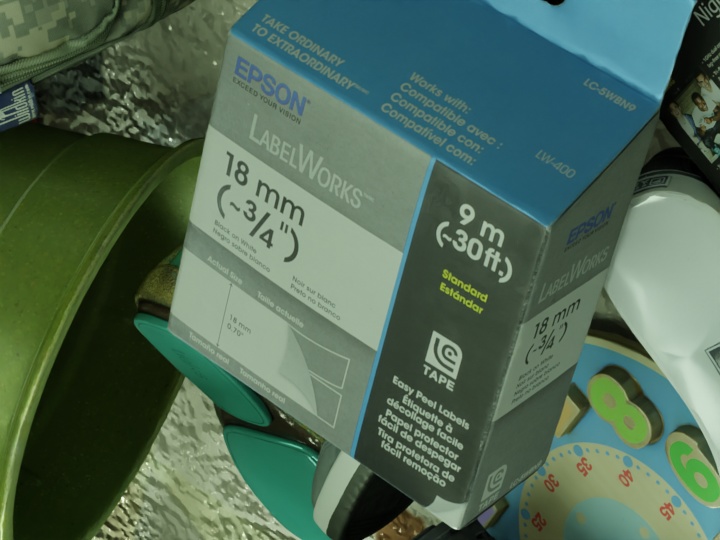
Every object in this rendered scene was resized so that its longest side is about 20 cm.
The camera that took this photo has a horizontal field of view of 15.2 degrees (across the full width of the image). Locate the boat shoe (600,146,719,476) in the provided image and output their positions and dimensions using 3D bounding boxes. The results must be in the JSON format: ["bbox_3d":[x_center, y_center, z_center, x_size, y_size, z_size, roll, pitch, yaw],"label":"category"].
[{"bbox_3d":[0.152,0.047,0.976,0.072,0.068,0.200,-29,101,27],"label":"boat shoe"}]

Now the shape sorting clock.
[{"bbox_3d":[0.104,0.118,1.086,0.199,0.039,0.201,23,128,34],"label":"shape sorting clock"}]

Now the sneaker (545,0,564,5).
[{"bbox_3d":[0.048,-0.164,0.944,0.118,0.074,0.201,43,147,27],"label":"sneaker"}]

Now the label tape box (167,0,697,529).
[{"bbox_3d":[0.018,-0.033,0.940,0.144,0.063,0.201,33,128,25],"label":"label tape box"}]

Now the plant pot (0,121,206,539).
[{"bbox_3d":[-0.182,0.004,1.141,0.189,0.200,0.201,22,130,12],"label":"plant pot"}]

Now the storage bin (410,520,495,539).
[{"bbox_3d":[0.009,0.197,1.111,0.094,0.135,0.200,50,159,16],"label":"storage bin"}]

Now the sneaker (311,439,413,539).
[{"bbox_3d":[0.000,0.000,1.066,0.121,0.083,0.201,38,116,25],"label":"sneaker"}]

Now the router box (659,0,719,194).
[{"bbox_3d":[0.196,-0.067,0.873,0.157,0.052,0.200,52,139,9],"label":"router box"}]

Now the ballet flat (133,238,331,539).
[{"bbox_3d":[-0.033,0.048,1.149,0.070,0.071,0.200,22,157,35],"label":"ballet flat"}]

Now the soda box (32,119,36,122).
[{"bbox_3d":[-0.193,-0.059,1.251,0.063,0.068,0.201,24,128,33],"label":"soda box"}]

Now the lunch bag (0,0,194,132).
[{"bbox_3d":[-0.156,-0.167,1.075,0.139,0.167,0.201,2,115,44],"label":"lunch bag"}]
